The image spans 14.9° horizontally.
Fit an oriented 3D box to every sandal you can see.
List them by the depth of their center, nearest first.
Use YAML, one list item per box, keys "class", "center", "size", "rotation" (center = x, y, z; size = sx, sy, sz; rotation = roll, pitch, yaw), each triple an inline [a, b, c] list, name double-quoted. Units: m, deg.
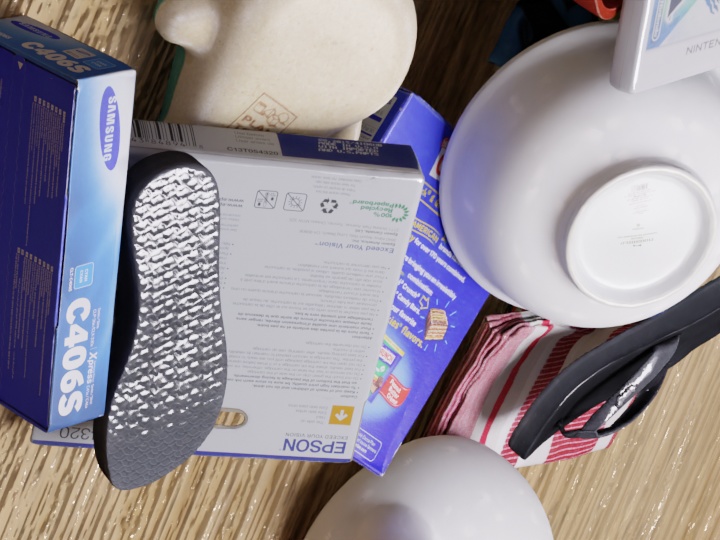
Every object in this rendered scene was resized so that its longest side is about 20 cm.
- class: "sandal"
  center: [-0.111, 0.026, 1.511]
  size: [0.076, 0.043, 0.201]
  rotation: [-8, 119, -33]
- class: "sandal"
  center: [0.187, 0.068, 1.849]
  size: [0.199, 0.043, 0.076]
  rotation: [-32, 161, -16]

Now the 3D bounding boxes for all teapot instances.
- class: "teapot"
  center: [0.061, 0.218, 1.811]
  size: [0.199, 0.146, 0.198]
  rotation: [-14, 133, -38]

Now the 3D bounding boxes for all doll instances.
- class: "doll"
  center: [0.149, -0.128, 1.754]
  size: [0.136, 0.048, 0.201]
  rotation: [-24, 94, -16]

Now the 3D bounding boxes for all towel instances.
- class: "towel"
  center: [0.131, 0.083, 1.896]
  size: [0.199, 0.023, 0.145]
  rotation: [-6, 133, -43]

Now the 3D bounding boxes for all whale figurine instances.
- class: "whale figurine"
  center: [-0.063, -0.117, 1.559]
  size: [0.159, 0.104, 0.200]
  rotation: [32, 109, -38]

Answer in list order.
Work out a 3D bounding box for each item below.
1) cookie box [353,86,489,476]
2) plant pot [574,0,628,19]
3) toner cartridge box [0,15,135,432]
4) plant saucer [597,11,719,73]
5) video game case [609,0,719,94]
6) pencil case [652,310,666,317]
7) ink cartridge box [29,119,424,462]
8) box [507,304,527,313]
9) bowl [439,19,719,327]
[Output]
- class: "cookie box"
  center: [0.000, 0.000, 1.696]
  size: [0.201, 0.075, 0.171]
  rotation: [-58, 140, -5]
- class: "plant pot"
  center: [0.117, -0.301, 1.574]
  size: [0.200, 0.176, 0.201]
  rotation: [-45, 140, -22]
- class: "toner cartridge box"
  center: [-0.172, -0.025, 1.471]
  size: [0.043, 0.095, 0.201]
  rotation: [-16, 123, -44]
- class: "plant saucer"
  center: [0.228, -0.178, 1.718]
  size: [0.200, 0.048, 0.200]
  rotation: [-55, 133, -33]
- class: "video game case"
  center: [0.221, -0.212, 1.590]
  size: [0.182, 0.022, 0.201]
  rotation: [-19, 126, -44]
- class: "pencil case"
  center: [0.227, -0.068, 1.846]
  size: [0.085, 0.092, 0.200]
  rotation: [48, 68, -14]
- class: "ink cartridge box"
  center: [-0.080, 0.013, 1.557]
  size: [0.195, 0.043, 0.201]
  rotation: [5, 123, -16]
- class: "box"
  center: [0.174, -0.044, 1.901]
  size: [0.110, 0.035, 0.201]
  rotation: [6, 106, -50]
- class: "bowl"
  center: [0.154, -0.040, 1.647]
  size: [0.200, 0.091, 0.202]
  rotation: [-8, 123, -13]
